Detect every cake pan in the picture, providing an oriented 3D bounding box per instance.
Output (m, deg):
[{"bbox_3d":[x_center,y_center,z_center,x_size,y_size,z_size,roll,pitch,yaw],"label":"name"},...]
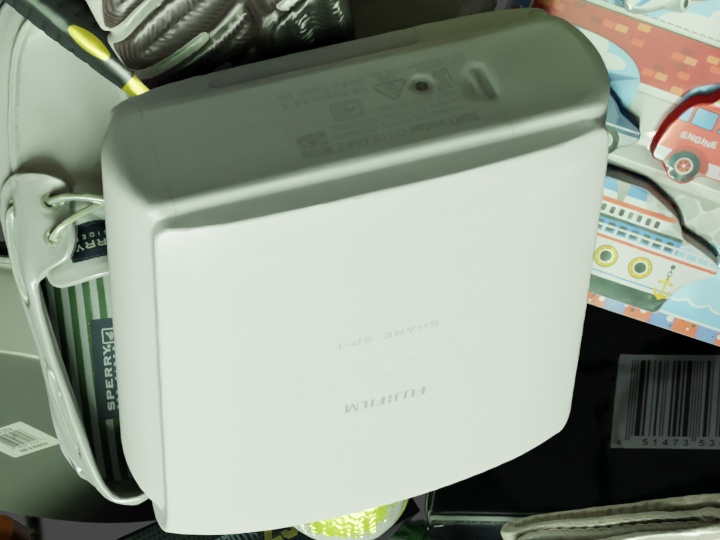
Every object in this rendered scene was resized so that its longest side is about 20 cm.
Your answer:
[{"bbox_3d":[-0.135,0.054,1.129,0.199,0.037,0.200,7,153,4],"label":"cake pan"}]

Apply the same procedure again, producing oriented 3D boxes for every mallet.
[{"bbox_3d":[-0.067,-0.072,0.961,0.066,0.041,0.200,-41,106,13],"label":"mallet"}]

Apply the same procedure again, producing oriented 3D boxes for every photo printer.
[{"bbox_3d":[-0.003,0.012,0.926,0.166,0.070,0.200,-13,143,-13],"label":"photo printer"}]

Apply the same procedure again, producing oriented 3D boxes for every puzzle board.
[{"bbox_3d":[0.137,-0.042,0.982,0.199,0.017,0.151,18,114,-10],"label":"puzzle board"}]

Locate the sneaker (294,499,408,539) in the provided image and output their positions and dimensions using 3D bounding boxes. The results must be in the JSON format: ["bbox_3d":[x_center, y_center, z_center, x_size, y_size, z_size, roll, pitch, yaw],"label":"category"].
[{"bbox_3d":[0.000,0.000,1.064,0.075,0.105,0.201,11,109,5],"label":"sneaker"}]

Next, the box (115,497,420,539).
[{"bbox_3d":[-0.087,0.155,1.186,0.051,0.157,0.200,57,134,12],"label":"box"}]

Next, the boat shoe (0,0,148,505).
[{"bbox_3d":[-0.093,-0.012,1.002,0.073,0.067,0.201,-15,105,-8],"label":"boat shoe"}]

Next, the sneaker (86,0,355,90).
[{"bbox_3d":[-0.075,-0.138,0.873,0.075,0.116,0.200,-32,131,14],"label":"sneaker"}]

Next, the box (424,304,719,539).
[{"bbox_3d":[0.140,0.118,1.120,0.199,0.124,0.197,0,136,11],"label":"box"}]

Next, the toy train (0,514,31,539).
[{"bbox_3d":[-0.217,0.101,1.191,0.150,0.056,0.200,11,164,30],"label":"toy train"}]

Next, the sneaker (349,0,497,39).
[{"bbox_3d":[-0.042,-0.124,0.943,0.199,0.076,0.092,30,108,-11],"label":"sneaker"}]

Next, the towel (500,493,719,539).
[{"bbox_3d":[0.138,0.155,1.046,0.132,0.035,0.200,-9,136,22],"label":"towel"}]

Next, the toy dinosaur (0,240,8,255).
[{"bbox_3d":[-0.172,-0.027,1.081,0.088,0.048,0.200,-10,139,29],"label":"toy dinosaur"}]
